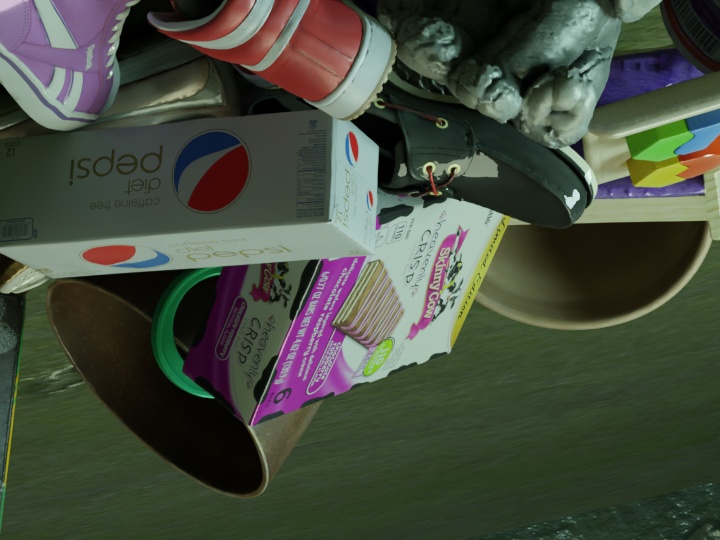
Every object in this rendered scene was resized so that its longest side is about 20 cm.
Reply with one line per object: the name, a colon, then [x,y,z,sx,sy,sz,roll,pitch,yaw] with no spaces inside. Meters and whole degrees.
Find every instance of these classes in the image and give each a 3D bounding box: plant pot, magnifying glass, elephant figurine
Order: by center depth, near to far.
elephant figurine: [0.111,-0.172,1.416,0.141,0.201,0.155,27,-169,-17]
magnifying glass: [-0.041,-0.003,1.674,0.200,0.080,0.022,-41,-168,-9]
plant pot: [-0.068,0.009,1.795,0.200,0.187,0.187,-47,179,-24]
plant pot: [0.137,-0.068,1.833,0.200,0.201,0.093,-23,-155,25]

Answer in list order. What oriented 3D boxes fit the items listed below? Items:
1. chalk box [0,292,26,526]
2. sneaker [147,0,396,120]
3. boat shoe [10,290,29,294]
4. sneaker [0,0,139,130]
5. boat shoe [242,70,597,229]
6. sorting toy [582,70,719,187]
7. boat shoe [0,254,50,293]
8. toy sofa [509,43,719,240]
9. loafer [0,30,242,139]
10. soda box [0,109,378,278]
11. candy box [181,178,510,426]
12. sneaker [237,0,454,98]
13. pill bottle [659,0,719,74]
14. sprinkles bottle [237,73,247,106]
chalk box: [-0.282,0.115,1.692,0.124,0.202,0.124,11,159,-15]
sneaker: [-0.063,-0.140,1.442,0.112,0.072,0.200,29,-178,-24]
boat shoe: [-0.312,0.025,1.825,0.200,0.074,0.063,-17,163,-30]
sneaker: [-0.134,-0.132,1.425,0.114,0.073,0.200,-21,165,8]
boat shoe: [0.031,-0.066,1.534,0.200,0.063,0.074,24,144,-1]
sorting toy: [0.215,-0.086,1.568,0.184,0.037,0.200,-17,174,3]
boat shoe: [-0.216,-0.017,1.768,0.199,0.071,0.069,-22,165,20]
toy sofa: [0.129,-0.077,1.722,0.198,0.083,0.098,-1,125,13]
loafer: [-0.162,-0.079,1.568,0.199,0.063,0.072,-21,-165,11]
soda box: [-0.093,-0.039,1.489,0.199,0.064,0.068,-3,164,21]
candy box: [0.000,0.000,1.611,0.199,0.061,0.137,-19,139,-51]
sneaker: [0.025,-0.132,1.597,0.199,0.100,0.070,1,133,33]
pill bottle: [0.244,-0.186,1.554,0.111,0.112,0.200,-12,166,-15]
sprinkles bottle: [0.024,-0.112,1.678,0.199,0.069,0.068,-17,166,1]
